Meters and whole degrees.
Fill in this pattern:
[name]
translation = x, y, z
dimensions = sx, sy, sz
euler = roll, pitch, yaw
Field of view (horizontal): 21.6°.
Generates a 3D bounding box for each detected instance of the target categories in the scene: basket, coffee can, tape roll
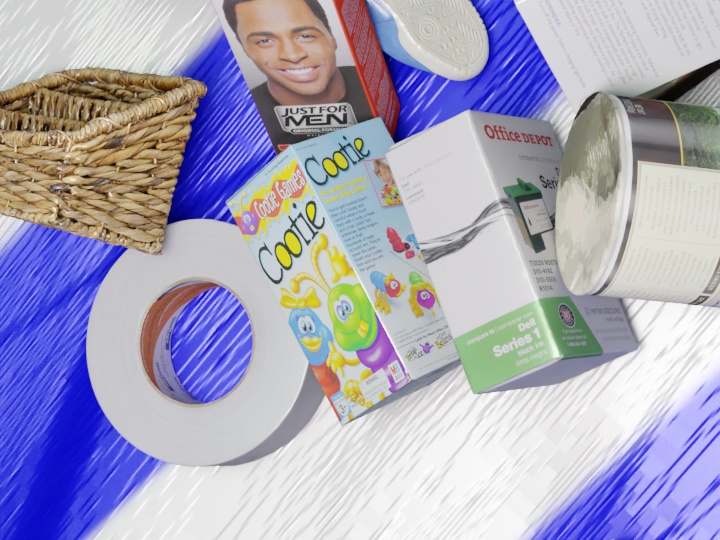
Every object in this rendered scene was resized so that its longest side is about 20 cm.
[basket]
translation = -0.247, -0.109, 1.543
dimensions = 0.199, 0.142, 0.150
euler = 15, 90, 50
[coffee can]
translation = 0.256, -0.045, 1.359
dimensions = 0.199, 0.146, 0.148
euler = 6, 86, -11
[tape roll]
translation = -0.124, 0.061, 1.559
dimensions = 0.199, 0.066, 0.202
euler = -2, 83, 18

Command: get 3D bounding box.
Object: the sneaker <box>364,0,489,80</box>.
[sneaker]
translation = 0.006, -0.212, 1.546
dimensions = 0.199, 0.111, 0.077
euler = 31, 66, -13

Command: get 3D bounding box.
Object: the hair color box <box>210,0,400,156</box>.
[hair color box]
translation = -0.042, -0.174, 1.485
dimensions = 0.101, 0.201, 0.062
euler = -2, 50, 19

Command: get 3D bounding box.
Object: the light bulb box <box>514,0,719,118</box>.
[light bulb box]
translation = 0.215, -0.249, 1.401
dimensions = 0.199, 0.125, 0.199
euler = -24, 40, 15

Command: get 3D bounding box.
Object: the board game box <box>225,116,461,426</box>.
[board game box]
translation = 0.000, 0.000, 1.475
dimensions = 0.103, 0.105, 0.201
euler = -36, 79, 47

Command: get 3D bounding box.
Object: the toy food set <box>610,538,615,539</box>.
[toy food set]
translation = 0.136, 0.312, 1.451
dimensions = 0.199, 0.060, 0.144
euler = -26, 77, 15

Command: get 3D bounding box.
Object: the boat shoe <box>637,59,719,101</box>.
[boat shoe]
translation = 0.281, -0.201, 1.449
dimensions = 0.200, 0.072, 0.065
euler = -36, 76, 18

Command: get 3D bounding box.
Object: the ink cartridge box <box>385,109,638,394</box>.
[ink cartridge box]
translation = 0.116, -0.015, 1.439
dimensions = 0.084, 0.146, 0.201
euler = -26, 78, 29
